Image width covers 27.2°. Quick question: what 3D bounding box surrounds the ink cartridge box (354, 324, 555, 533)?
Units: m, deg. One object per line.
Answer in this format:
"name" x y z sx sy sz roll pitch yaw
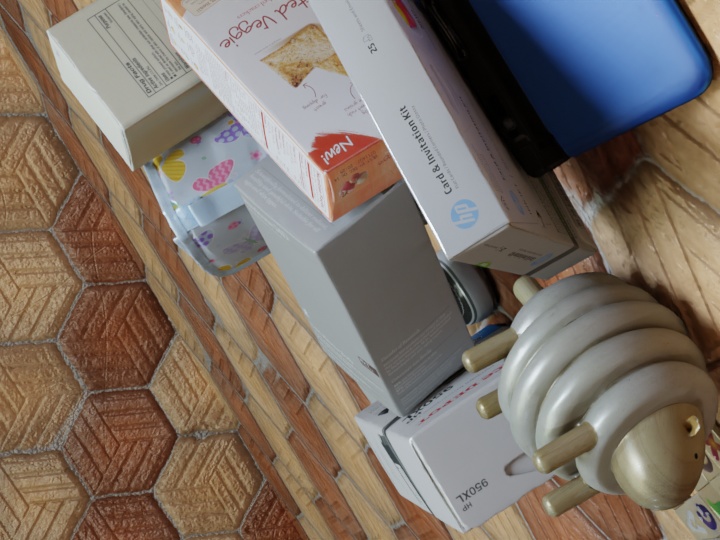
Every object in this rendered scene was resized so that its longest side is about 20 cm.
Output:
"ink cartridge box" 0.092 0.114 1.135 0.084 0.144 0.200 58 170 -6

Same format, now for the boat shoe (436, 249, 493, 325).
"boat shoe" 0.050 0.024 1.262 0.070 0.066 0.200 59 166 -11

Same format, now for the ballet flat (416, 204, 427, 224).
"ballet flat" 0.041 -0.069 1.093 0.064 0.076 0.200 17 162 11

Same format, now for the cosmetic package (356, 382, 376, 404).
"cosmetic package" 0.007 0.052 1.460 0.200 0.074 0.102 57 167 -1

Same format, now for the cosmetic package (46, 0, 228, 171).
"cosmetic package" -0.116 -0.174 1.090 0.105 0.200 0.071 52 165 18

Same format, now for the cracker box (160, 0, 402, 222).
"cracker box" -0.025 -0.143 0.988 0.200 0.134 0.058 48 161 27

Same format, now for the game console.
"game console" 0.090 -0.165 0.794 0.200 0.118 0.171 58 -163 -7

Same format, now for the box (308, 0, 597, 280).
"box" 0.058 -0.074 0.819 0.156 0.041 0.200 62 -164 12

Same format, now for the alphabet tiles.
"alphabet tiles" 0.200 0.098 1.047 0.200 0.008 0.167 52 166 15

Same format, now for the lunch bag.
"lunch bag" -0.078 -0.084 1.161 0.127 0.169 0.200 60 178 -15

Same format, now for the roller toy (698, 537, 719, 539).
"roller toy" 0.239 0.278 0.961 0.183 0.199 0.140 -101 -14 -62

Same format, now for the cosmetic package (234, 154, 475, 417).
"cosmetic package" 0.000 0.000 1.057 0.107 0.090 0.200 38 165 42

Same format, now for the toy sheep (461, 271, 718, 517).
"toy sheep" 0.143 0.068 0.914 0.200 0.137 0.138 57 170 40
